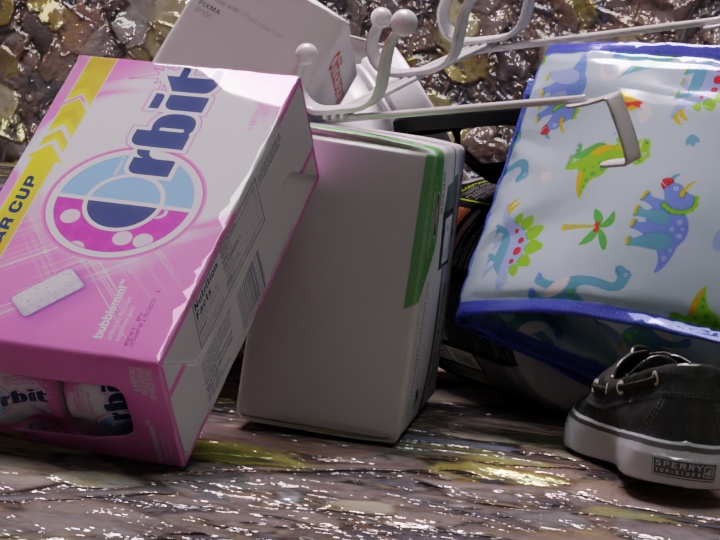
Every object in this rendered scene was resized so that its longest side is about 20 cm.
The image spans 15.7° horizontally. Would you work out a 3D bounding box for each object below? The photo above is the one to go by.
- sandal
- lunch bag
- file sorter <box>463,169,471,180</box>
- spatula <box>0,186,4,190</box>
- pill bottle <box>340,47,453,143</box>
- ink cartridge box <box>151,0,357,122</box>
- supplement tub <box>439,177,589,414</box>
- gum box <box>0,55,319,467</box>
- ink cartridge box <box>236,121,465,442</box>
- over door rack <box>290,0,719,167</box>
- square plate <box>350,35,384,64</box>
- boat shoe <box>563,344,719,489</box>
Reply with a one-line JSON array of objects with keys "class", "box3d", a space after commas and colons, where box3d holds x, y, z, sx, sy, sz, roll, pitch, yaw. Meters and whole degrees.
[{"class": "sandal", "box3d": [0.118, -0.071, 1.454, 0.199, 0.048, 0.075, -1, -1, -4]}, {"class": "lunch bag", "box3d": [0.165, -0.024, 1.350, 0.199, 0.171, 0.128, 13, -23, 16]}, {"class": "file sorter", "box3d": [0.005, -0.020, 1.766, 0.138, 0.126, 0.200, 6, 4, -1]}, {"class": "spatula", "box3d": [-0.288, -0.020, 1.553, 0.199, 0.021, 0.056, -24, -14, 23]}, {"class": "pill bottle", "box3d": [-0.046, -0.046, 1.523, 0.199, 0.113, 0.112, -31, 7, -2]}, {"class": "ink cartridge box", "box3d": [-0.085, -0.057, 1.395, 0.082, 0.201, 0.147, 31, -5, 5]}, {"class": "supplement tub", "box3d": [0.095, 0.010, 1.504, 0.122, 0.124, 0.200, 4, 5, -22]}, {"class": "gum box", "box3d": [-0.105, -0.005, 1.165, 0.113, 0.066, 0.201, 7, 45, 18]}, {"class": "ink cartridge box", "box3d": [0.000, 0.000, 1.342, 0.083, 0.147, 0.200, 8, 5, 6]}, {"class": "over door rack", "box3d": [0.084, -0.113, 1.297, 0.199, 0.067, 0.147, 11, 26, 35]}, {"class": "square plate", "box3d": [-0.083, -0.086, 1.626, 0.199, 0.029, 0.198, -32, -11, 17]}, {"class": "boat shoe", "box3d": [0.143, 0.066, 1.252, 0.068, 0.057, 0.200, 6, 2, -6]}]
